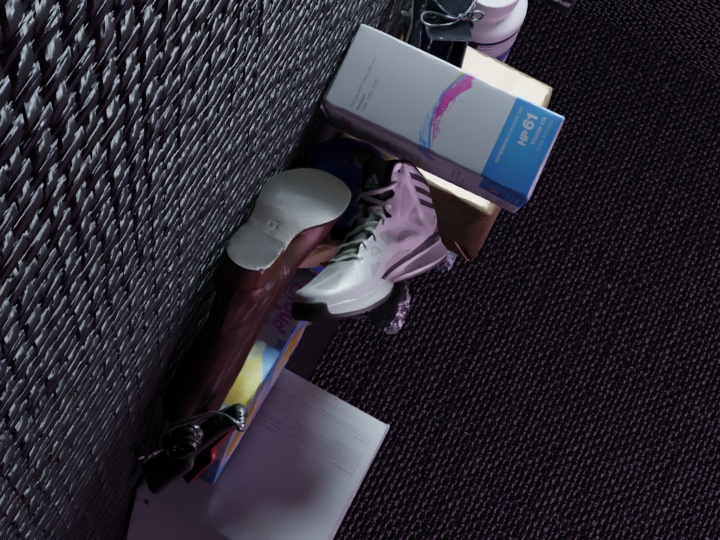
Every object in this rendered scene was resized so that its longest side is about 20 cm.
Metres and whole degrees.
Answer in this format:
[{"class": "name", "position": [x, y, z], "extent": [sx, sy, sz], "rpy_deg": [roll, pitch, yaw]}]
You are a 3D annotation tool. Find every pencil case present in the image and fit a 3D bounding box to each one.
[{"class": "pencil case", "position": [-0.027, -0.058, 1.237], "extent": [0.087, 0.078, 0.200], "rpy_deg": [-45, 172, -19]}]

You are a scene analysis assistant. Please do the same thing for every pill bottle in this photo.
[{"class": "pill bottle", "position": [0.154, -0.331, 1.614], "extent": [0.111, 0.111, 0.200], "rpy_deg": [-61, 177, -16]}]

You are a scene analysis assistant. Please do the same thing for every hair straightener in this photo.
[{"class": "hair straightener", "position": [-0.149, 0.154, 1.053], "extent": [0.077, 0.041, 0.200], "rpy_deg": [-15, 169, -32]}]

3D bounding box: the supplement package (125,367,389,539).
[{"class": "supplement package", "position": [-0.108, 0.222, 1.281], "extent": [0.200, 0.190, 0.147], "rpy_deg": [-59, 175, -38]}]

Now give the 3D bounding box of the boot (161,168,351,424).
[{"class": "boot", "position": [-0.091, 0.025, 1.051], "extent": [0.186, 0.064, 0.201], "rpy_deg": [-44, 162, -50]}]

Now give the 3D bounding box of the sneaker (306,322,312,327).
[{"class": "sneaker", "position": [-0.028, 0.010, 1.377], "extent": [0.200, 0.075, 0.106], "rpy_deg": [-31, -161, 44]}]

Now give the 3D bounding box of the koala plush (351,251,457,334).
[{"class": "koala plush", "position": [0.014, -0.029, 1.516], "extent": [0.201, 0.177, 0.184], "rpy_deg": [-61, 165, -19]}]

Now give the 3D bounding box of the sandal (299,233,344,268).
[{"class": "sandal", "position": [-0.004, 0.002, 1.199], "extent": [0.211, 0.070, 0.078], "rpy_deg": [1, 156, -43]}]

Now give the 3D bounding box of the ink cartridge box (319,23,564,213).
[{"class": "ink cartridge box", "position": [0.072, -0.135, 1.134], "extent": [0.145, 0.199, 0.085], "rpy_deg": [41, 73, -88]}]

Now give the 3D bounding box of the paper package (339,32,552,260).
[{"class": "paper package", "position": [0.088, -0.144, 1.376], "extent": [0.201, 0.190, 0.104], "rpy_deg": [-62, 178, -31]}]

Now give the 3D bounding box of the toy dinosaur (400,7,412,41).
[{"class": "toy dinosaur", "position": [0.078, -0.258, 1.300], "extent": [0.102, 0.077, 0.201], "rpy_deg": [84, 28, -61]}]

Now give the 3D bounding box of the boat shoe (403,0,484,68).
[{"class": "boat shoe", "position": [0.081, -0.245, 1.211], "extent": [0.062, 0.074, 0.201], "rpy_deg": [50, -48, 50]}]

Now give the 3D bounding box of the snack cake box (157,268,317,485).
[{"class": "snack cake box", "position": [-0.114, 0.091, 1.201], "extent": [0.200, 0.067, 0.115], "rpy_deg": [-60, 175, -40]}]

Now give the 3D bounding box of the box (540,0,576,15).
[{"class": "box", "position": [0.248, -0.457, 1.635], "extent": [0.201, 0.160, 0.044], "rpy_deg": [-60, 177, -17]}]

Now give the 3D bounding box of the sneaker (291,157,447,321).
[{"class": "sneaker", "position": [-0.002, -0.035, 1.102], "extent": [0.200, 0.075, 0.116], "rpy_deg": [-32, 115, -48]}]
